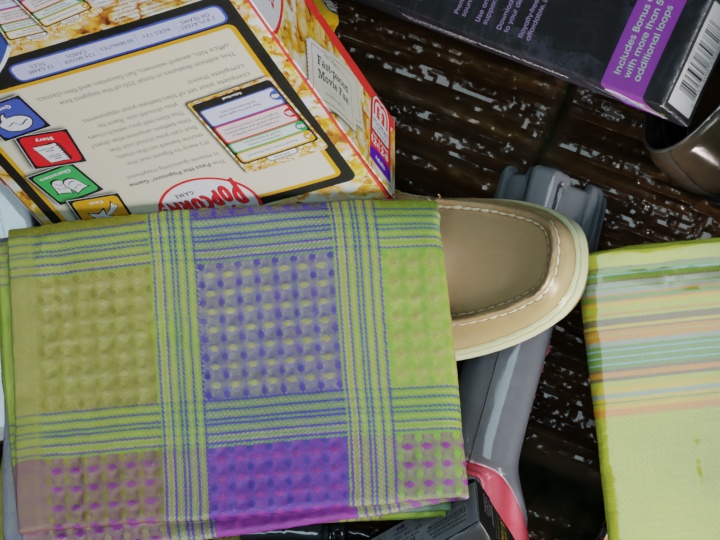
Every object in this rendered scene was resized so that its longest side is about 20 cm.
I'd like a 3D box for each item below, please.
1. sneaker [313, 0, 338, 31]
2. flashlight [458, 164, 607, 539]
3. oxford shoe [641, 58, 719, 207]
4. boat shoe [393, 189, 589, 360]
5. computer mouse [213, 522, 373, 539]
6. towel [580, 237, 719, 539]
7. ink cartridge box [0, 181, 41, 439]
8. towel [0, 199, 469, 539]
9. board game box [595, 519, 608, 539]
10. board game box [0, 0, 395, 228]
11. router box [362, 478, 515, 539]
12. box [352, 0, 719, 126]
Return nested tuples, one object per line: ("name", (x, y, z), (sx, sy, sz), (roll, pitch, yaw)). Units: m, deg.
("sneaker", (-0.046, -0.132, 1.208), (0.082, 0.078, 0.201), (-2, 95, 23))
("flashlight", (0.064, 0.057, 1.206), (0.068, 0.068, 0.200), (20, 82, -32))
("oxford shoe", (0.178, -0.130, 1.190), (0.084, 0.073, 0.200), (21, 83, -39))
("boat shoe", (0.000, 0.000, 1.172), (0.200, 0.066, 0.074), (-5, 75, 27))
("computer mouse", (-0.066, 0.182, 1.181), (0.200, 0.046, 0.141), (-6, 102, 15))
("towel", (0.146, 0.086, 1.168), (0.086, 0.018, 0.201), (-5, 83, 1))
("ink cartridge box", (-0.229, -0.011, 1.203), (0.175, 0.084, 0.200), (-12, 86, 1))
("towel", (-0.059, 0.043, 1.121), (0.199, 0.023, 0.144), (-6, 74, 4))
("board game box", (0.181, 0.191, 1.195), (0.200, 0.057, 0.166), (26, 90, 4))
("board game box", (-0.092, -0.082, 1.097), (0.151, 0.200, 0.046), (-13, 53, 18))
("router box", (0.005, 0.206, 1.137), (0.200, 0.052, 0.157), (-30, 104, 9))
("box", (0.087, -0.162, 1.187), (0.200, 0.036, 0.143), (23, 87, 33))
